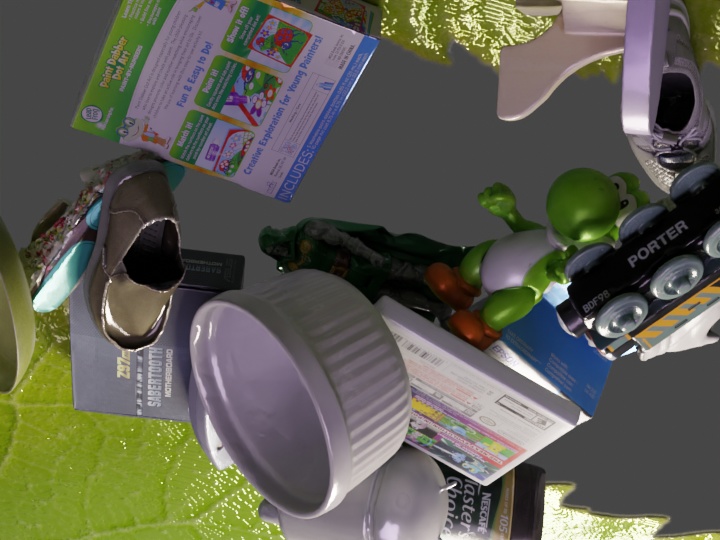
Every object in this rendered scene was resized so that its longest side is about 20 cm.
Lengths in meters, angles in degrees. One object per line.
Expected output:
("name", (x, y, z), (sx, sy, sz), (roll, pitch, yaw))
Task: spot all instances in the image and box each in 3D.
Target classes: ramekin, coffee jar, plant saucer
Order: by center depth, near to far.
("ramekin", (-0.045, 0.095, 1.409), (0.104, 0.200, 0.201), (-27, 148, -30))
("plant saucer", (-0.327, 0.007, 1.456), (0.031, 0.200, 0.201), (-21, 146, -29))
("coffee jar", (0.088, 0.236, 1.699), (0.197, 0.106, 0.085), (6, 169, -3))

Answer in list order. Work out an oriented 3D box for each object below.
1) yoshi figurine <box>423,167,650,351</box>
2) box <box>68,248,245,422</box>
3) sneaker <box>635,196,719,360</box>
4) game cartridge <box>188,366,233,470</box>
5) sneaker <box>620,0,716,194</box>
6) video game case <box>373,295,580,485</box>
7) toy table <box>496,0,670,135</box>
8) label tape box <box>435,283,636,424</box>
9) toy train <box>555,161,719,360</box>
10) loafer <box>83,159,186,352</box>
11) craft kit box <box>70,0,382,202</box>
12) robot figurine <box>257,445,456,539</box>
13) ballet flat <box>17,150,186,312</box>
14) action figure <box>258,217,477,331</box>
("yoshi figurine", (0.147, -0.024, 1.414), (0.199, 0.112, 0.113), (-36, 100, 12))
("box", (-0.191, 0.061, 1.575), (0.156, 0.051, 0.201), (7, 136, -2))
("sneaker", (0.287, 0.001, 1.472), (0.086, 0.075, 0.201), (-5, 145, -4))
("game cartridge", (-0.098, 0.098, 1.567), (0.133, 0.040, 0.201), (-29, 147, -30))
("sneaker", (0.238, -0.119, 1.323), (0.074, 0.083, 0.201), (-11, 138, 16))
("video game case", (0.068, 0.109, 1.472), (0.199, 0.023, 0.182), (29, 149, -9))
("toy table", (0.159, -0.201, 1.192), (0.116, 0.203, 0.184), (5, 172, 14))
("label tape box", (0.147, 0.093, 1.572), (0.199, 0.067, 0.143), (-29, 126, 33))
("toy train", (0.252, -0.002, 1.346), (0.199, 0.086, 0.114), (-37, 141, 12))
("loafer", (-0.189, 0.002, 1.419), (0.074, 0.070, 0.201), (-13, 138, -22))
("craft kit box", (-0.110, -0.160, 1.339), (0.195, 0.049, 0.201), (17, 135, -17))
("robot figurine", (-0.001, 0.215, 1.593), (0.198, 0.113, 0.171), (9, 120, 24))
("ballet flat", (-0.234, -0.049, 1.443), (0.200, 0.064, 0.075), (-43, 151, 13))
("action figure", (0.000, 0.000, 1.491), (0.198, 0.055, 0.119), (17, 124, -18))
